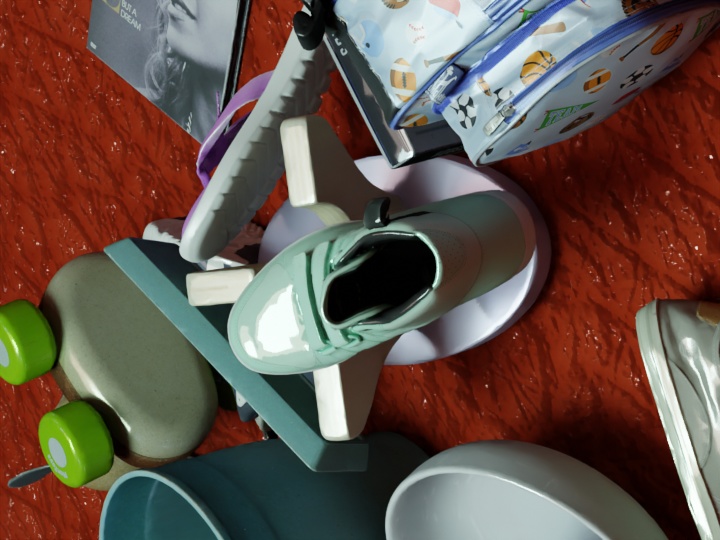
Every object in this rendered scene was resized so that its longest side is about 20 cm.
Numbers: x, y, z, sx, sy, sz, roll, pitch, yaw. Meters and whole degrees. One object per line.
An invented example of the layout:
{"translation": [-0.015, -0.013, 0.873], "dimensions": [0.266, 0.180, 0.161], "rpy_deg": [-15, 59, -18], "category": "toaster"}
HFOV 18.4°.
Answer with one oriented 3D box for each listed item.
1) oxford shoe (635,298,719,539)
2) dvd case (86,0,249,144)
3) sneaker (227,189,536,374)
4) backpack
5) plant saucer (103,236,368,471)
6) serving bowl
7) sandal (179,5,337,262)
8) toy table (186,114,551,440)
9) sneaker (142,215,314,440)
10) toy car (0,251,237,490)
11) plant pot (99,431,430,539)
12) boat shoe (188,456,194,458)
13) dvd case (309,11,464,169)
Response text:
{"translation": [0.205, 0.107, 1.205], "dimensions": [0.057, 0.075, 0.202], "rpy_deg": [-17, 96, 15], "category": "oxford shoe"}
{"translation": [-0.127, -0.201, 1.494], "dimensions": [0.149, 0.016, 0.201], "rpy_deg": [40, 133, 33], "category": "dvd case"}
{"translation": [-0.016, 0.010, 1.184], "dimensions": [0.199, 0.118, 0.074], "rpy_deg": [-24, 86, 32], "category": "sneaker"}
{"translation": [0.097, -0.154, 1.122], "dimensions": [0.154, 0.199, 0.191], "rpy_deg": [49, 130, 11], "category": "backpack"}
{"translation": [-0.072, 0.047, 1.333], "dimensions": [0.200, 0.070, 0.019], "rpy_deg": [46, 107, 23], "category": "plant saucer"}
{"translation": [0.114, 0.171, 1.313], "dimensions": [0.199, 0.066, 0.201], "rpy_deg": [24, 142, 21], "category": "serving bowl"}
{"translation": [-0.063, -0.096, 1.349], "dimensions": [0.050, 0.204, 0.083], "rpy_deg": [27, 168, 16], "category": "sandal"}
{"translation": [0.000, 0.000, 1.310], "dimensions": [0.199, 0.117, 0.185], "rpy_deg": [-19, 86, 32], "category": "toy table"}
{"translation": [-0.076, 0.045, 1.492], "dimensions": [0.198, 0.079, 0.131], "rpy_deg": [20, 113, 32], "category": "sneaker"}
{"translation": [-0.186, 0.093, 1.587], "dimensions": [0.159, 0.163, 0.200], "rpy_deg": [58, 147, 13], "category": "toy car"}
{"translation": [-0.038, 0.195, 1.423], "dimensions": [0.200, 0.187, 0.202], "rpy_deg": [29, 128, 46], "category": "plant pot"}
{"translation": [-0.123, 0.166, 1.610], "dimensions": [0.201, 0.072, 0.061], "rpy_deg": [5, 115, 53], "category": "boat shoe"}
{"translation": [0.019, -0.159, 1.233], "dimensions": [0.025, 0.150, 0.201], "rpy_deg": [-30, 83, 36], "category": "dvd case"}
